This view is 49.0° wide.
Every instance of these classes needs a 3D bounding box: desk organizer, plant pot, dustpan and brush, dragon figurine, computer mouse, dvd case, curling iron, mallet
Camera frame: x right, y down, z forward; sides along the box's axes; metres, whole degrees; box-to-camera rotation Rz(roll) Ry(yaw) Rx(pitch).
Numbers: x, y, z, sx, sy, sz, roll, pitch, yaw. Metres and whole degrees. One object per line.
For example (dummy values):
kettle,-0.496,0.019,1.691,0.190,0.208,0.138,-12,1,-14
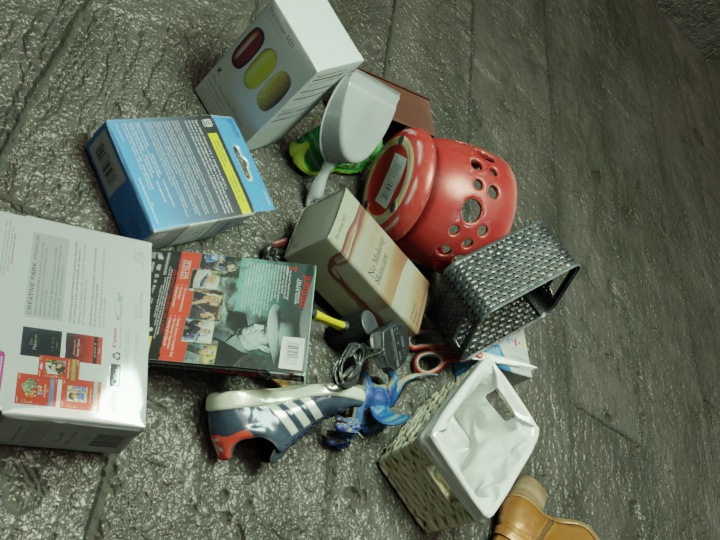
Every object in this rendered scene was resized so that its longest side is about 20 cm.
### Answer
desk organizer,0.033,-0.267,1.322,0.197,0.071,0.079,12,59,-40
plant pot,0.110,-0.109,1.209,0.180,0.200,0.204,19,52,-26
dustpan and brush,-0.026,-0.177,1.126,0.139,0.057,0.204,8,103,-59
dragon figurine,0.026,0.181,1.039,0.197,0.059,0.101,5,62,-43
computer mouse,0.010,0.106,0.986,0.199,0.033,0.060,-16,98,-62
dvd case,-0.152,0.048,0.888,0.195,0.022,0.148,4,55,-2
curling iron,-0.068,-0.037,1.110,0.199,0.025,0.050,-29,100,-52
mallet,-0.048,0.054,0.997,0.199,0.065,0.042,35,43,-54

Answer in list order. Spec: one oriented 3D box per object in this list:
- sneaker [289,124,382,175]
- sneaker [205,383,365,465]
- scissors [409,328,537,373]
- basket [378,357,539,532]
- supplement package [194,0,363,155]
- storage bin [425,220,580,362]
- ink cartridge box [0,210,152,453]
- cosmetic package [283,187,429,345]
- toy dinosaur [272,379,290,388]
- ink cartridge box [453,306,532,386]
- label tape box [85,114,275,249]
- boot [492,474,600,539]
sneaker,-0.021,-0.192,1.209,0.199,0.083,0.075,-24,83,-50
sneaker,-0.083,0.177,0.916,0.196,0.075,0.087,-1,82,-27
scissors,0.164,0.118,1.175,0.195,0.014,0.074,-2,61,-8
basket,0.132,0.236,1.063,0.137,0.123,0.200,55,39,-2
supplement package,-0.113,-0.265,1.071,0.109,0.199,0.115,-31,88,-50
storage bin,0.206,0.029,1.155,0.197,0.136,0.094,-24,62,-26
ink cartridge box,-0.299,0.059,0.762,0.173,0.084,0.204,14,56,-32
cosmetic package,0.000,0.000,1.082,0.200,0.086,0.105,45,43,-28
toy dinosaur,-0.149,0.083,0.923,0.198,0.060,0.108,25,51,-33
ink cartridge box,0.201,0.078,1.275,0.114,0.067,0.204,18,54,-36
label tape box,-0.217,-0.112,0.976,0.198,0.066,0.145,-16,78,-52
boot,0.265,0.413,1.130,0.200,0.074,0.155,43,40,1
